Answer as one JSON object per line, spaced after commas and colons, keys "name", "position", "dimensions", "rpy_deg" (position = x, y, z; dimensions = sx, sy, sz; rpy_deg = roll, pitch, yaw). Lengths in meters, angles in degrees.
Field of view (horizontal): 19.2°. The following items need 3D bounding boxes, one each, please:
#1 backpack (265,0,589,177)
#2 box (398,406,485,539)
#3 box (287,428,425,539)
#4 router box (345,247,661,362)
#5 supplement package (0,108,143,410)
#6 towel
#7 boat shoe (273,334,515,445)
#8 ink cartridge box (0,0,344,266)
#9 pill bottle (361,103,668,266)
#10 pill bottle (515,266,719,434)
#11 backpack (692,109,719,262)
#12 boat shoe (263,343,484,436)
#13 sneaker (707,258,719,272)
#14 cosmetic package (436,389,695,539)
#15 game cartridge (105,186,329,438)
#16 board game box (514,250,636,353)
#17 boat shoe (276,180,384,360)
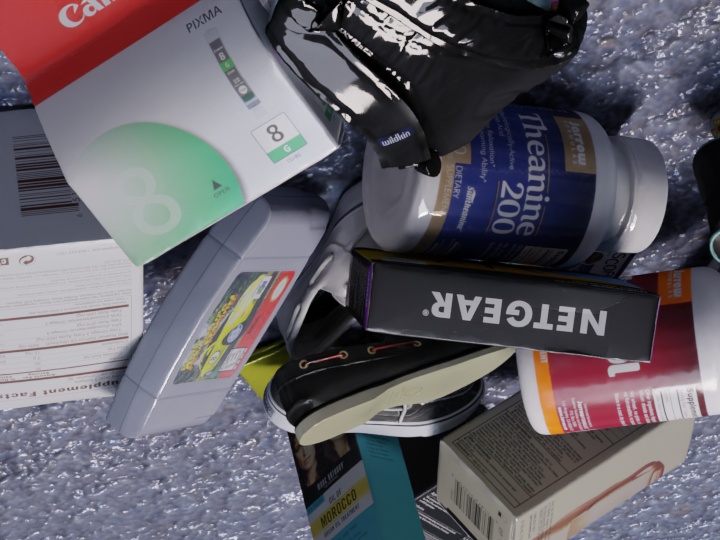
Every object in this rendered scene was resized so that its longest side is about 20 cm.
{"name": "backpack", "position": [0.020, -0.166, 1.291], "dimensions": [0.199, 0.127, 0.167], "rpy_deg": [25, 122, -41]}
{"name": "box", "position": [0.088, 0.202, 1.895], "dimensions": [0.141, 0.079, 0.200], "rpy_deg": [-31, 144, 18]}
{"name": "box", "position": [0.000, 0.193, 1.732], "dimensions": [0.049, 0.201, 0.082], "rpy_deg": [16, 134, -37]}
{"name": "router box", "position": [0.095, 0.022, 1.480], "dimensions": [0.198, 0.052, 0.149], "rpy_deg": [6, -176, -6]}
{"name": "supplement package", "position": [-0.213, -0.007, 1.471], "dimensions": [0.116, 0.118, 0.201], "rpy_deg": [-7, 148, -11]}
{"name": "towel", "position": [-0.030, 0.105, 1.792], "dimensions": [0.086, 0.018, 0.200], "rpy_deg": [-24, 144, 10]}
{"name": "boat shoe", "position": [0.029, 0.074, 1.642], "dimensions": [0.200, 0.063, 0.074], "rpy_deg": [-17, 157, -24]}
{"name": "ink cartridge box", "position": [-0.129, -0.120, 1.297], "dimensions": [0.160, 0.050, 0.200], "rpy_deg": [-29, 115, 20]}
{"name": "pill bottle", "position": [0.110, -0.061, 1.488], "dimensions": [0.198, 0.112, 0.111], "rpy_deg": [5, 144, -22]}
{"name": "pill bottle", "position": [0.222, 0.058, 1.611], "dimensions": [0.198, 0.114, 0.113], "rpy_deg": [-8, 148, 12]}
{"name": "backpack", "position": [0.353, -0.056, 1.526], "dimensions": [0.175, 0.154, 0.200], "rpy_deg": [-30, 133, 31]}
{"name": "boat shoe", "position": [0.020, 0.087, 1.719], "dimensions": [0.198, 0.074, 0.068], "rpy_deg": [3, 143, -25]}
{"name": "sneaker", "position": [0.311, 0.043, 1.676], "dimensions": [0.077, 0.141, 0.200], "rpy_deg": [5, 145, -23]}
{"name": "cosmetic package", "position": [0.170, 0.149, 1.753], "dimensions": [0.199, 0.103, 0.088], "rpy_deg": [-28, 144, -24]}
{"name": "game cartridge", "position": [-0.102, 0.031, 1.514], "dimensions": [0.201, 0.041, 0.133], "rpy_deg": [-59, 159, 13]}
{"name": "board game box", "position": [0.133, -0.001, 1.656], "dimensions": [0.134, 0.035, 0.200], "rpy_deg": [3, 145, -20]}
{"name": "boat shoe", "position": [0.000, 0.000, 1.591], "dimensions": [0.073, 0.066, 0.200], "rpy_deg": [8, 143, -26]}
